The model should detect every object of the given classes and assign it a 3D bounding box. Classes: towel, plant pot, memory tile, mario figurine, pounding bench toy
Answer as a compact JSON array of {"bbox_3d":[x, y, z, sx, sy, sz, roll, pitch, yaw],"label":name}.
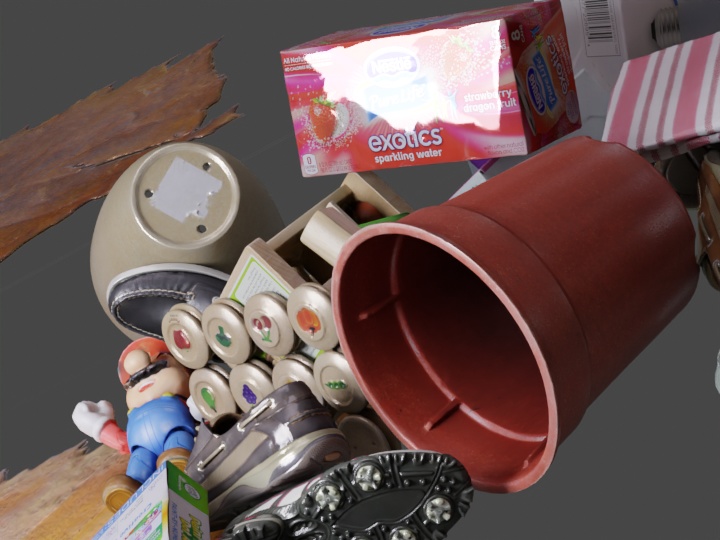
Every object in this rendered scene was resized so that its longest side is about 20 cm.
[{"bbox_3d":[0.273,-0.134,1.378,0.199,0.030,0.147,-15,29,28],"label":"towel"},{"bbox_3d":[-0.152,-0.037,1.637,0.187,0.188,0.200,-34,-11,-11],"label":"plant pot"},{"bbox_3d":[0.117,0.014,1.272,0.195,0.202,0.200,-34,19,-34],"label":"plant pot"},{"bbox_3d":[-0.062,0.088,1.380,0.199,0.154,0.017,-10,17,46],"label":"memory tile"},{"bbox_3d":[-0.176,0.115,1.532,0.122,0.107,0.200,4,29,-7],"label":"mario figurine"},{"bbox_3d":[0.000,0.000,1.398,0.156,0.124,0.200,-39,-13,-39],"label":"pounding bench toy"}]

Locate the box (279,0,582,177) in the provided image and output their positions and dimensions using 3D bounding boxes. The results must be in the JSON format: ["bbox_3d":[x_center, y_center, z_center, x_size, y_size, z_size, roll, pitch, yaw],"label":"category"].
[{"bbox_3d":[0.051,-0.133,1.375,0.199,0.100,0.095,-3,13,34],"label":"box"}]

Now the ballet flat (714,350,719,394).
[{"bbox_3d":[0.249,0.065,1.117,0.069,0.071,0.200,-28,20,9],"label":"ballet flat"}]

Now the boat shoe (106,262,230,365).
[{"bbox_3d":[-0.114,0.047,1.554,0.061,0.198,0.074,-88,15,-47],"label":"boat shoe"}]

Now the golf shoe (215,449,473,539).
[{"bbox_3d":[-0.015,0.160,1.260,0.199,0.078,0.088,-23,14,18],"label":"golf shoe"}]

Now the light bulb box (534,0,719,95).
[{"bbox_3d":[0.258,-0.240,1.568,0.199,0.200,0.125,-16,12,-27],"label":"light bulb box"}]

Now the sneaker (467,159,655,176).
[{"bbox_3d":[0.163,-0.098,1.600,0.199,0.088,0.074,-9,29,46],"label":"sneaker"}]

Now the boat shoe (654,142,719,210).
[{"bbox_3d":[0.316,-0.106,1.460,0.199,0.072,0.076,-28,-3,0],"label":"boat shoe"}]

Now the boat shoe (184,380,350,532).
[{"bbox_3d":[-0.083,0.137,1.344,0.074,0.074,0.200,-2,-23,-46],"label":"boat shoe"}]

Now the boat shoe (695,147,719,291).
[{"bbox_3d":[0.262,-0.022,1.297,0.074,0.075,0.200,-54,15,19],"label":"boat shoe"}]

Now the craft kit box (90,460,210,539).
[{"bbox_3d":[-0.177,0.246,1.239,0.200,0.048,0.198,-47,15,11],"label":"craft kit box"}]

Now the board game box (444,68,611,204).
[{"bbox_3d":[0.114,-0.057,1.497,0.147,0.064,0.200,-43,-3,-32],"label":"board game box"}]
